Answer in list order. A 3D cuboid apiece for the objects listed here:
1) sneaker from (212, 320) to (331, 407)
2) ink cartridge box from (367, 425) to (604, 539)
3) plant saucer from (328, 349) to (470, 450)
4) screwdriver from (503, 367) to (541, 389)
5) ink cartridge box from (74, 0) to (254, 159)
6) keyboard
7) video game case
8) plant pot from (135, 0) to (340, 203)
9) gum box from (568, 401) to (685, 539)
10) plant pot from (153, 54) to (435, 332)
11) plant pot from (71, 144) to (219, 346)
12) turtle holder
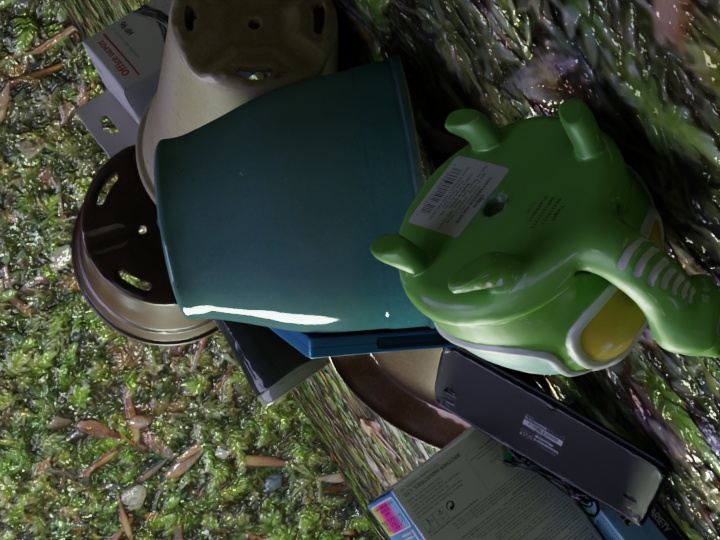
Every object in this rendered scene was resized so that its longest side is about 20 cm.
[{"bbox_3d":[-0.076,0.057,1.244,0.107,0.075,0.200,56,-170,1],"label":"sneaker"},{"bbox_3d":[0.121,0.236,1.074,0.201,0.136,0.076,54,157,8],"label":"ink cartridge box"},{"bbox_3d":[0.062,0.098,1.170,0.199,0.037,0.201,25,150,16],"label":"plant saucer"},{"bbox_3d":[0.105,0.055,1.181,0.200,0.028,0.029,52,138,26],"label":"screwdriver"},{"bbox_3d":[-0.194,-0.209,1.269,0.116,0.199,0.068,46,166,43],"label":"ink cartridge box"},{"bbox_3d":[0.149,0.125,1.017,0.199,0.040,0.105,31,139,17],"label":"keyboard"},{"bbox_3d":[0.036,0.043,1.027,0.143,0.198,0.018,-155,63,-71],"label":"video game case"},{"bbox_3d":[-0.092,-0.153,1.066,0.201,0.200,0.184,52,158,20],"label":"plant pot"},{"bbox_3d":[0.216,0.222,1.125,0.170,0.044,0.200,52,170,21],"label":"gum box"},{"bbox_3d":[-0.048,-0.042,0.939,0.200,0.186,0.202,-10,-90,-90],"label":"plant pot"},{"bbox_3d":[-0.187,-0.032,1.230,0.201,0.200,0.198,56,171,1],"label":"plant pot"},{"bbox_3d":[0.114,-0.011,0.703,0.185,0.142,0.132,-14,134,38],"label":"turtle holder"}]
